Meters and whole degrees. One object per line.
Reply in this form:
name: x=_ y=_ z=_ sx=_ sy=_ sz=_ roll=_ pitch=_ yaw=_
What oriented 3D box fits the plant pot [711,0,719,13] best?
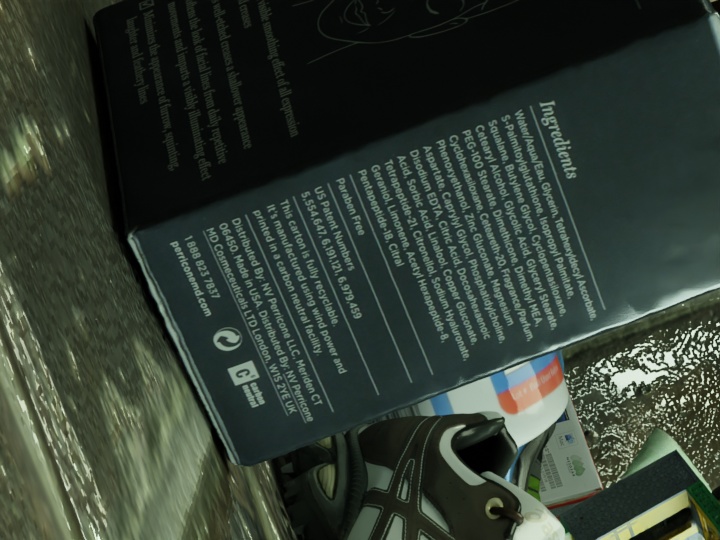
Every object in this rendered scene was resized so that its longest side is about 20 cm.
plant pot: x=0.102 y=-0.120 z=1.365 sx=0.199 sy=0.200 sz=0.201 roll=55 pitch=-5 yaw=35

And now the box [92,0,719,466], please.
box: x=0.023 y=-0.047 z=0.986 sx=0.149 sy=0.199 sz=0.107 roll=-104 pitch=172 yaw=-55

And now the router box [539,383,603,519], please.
router box: x=0.061 y=0.064 z=1.598 sx=0.180 sy=0.049 sz=0.201 roll=111 pitch=-37 yaw=-66

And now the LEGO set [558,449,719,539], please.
LEGO set: x=0.104 y=0.176 z=1.191 sx=0.154 sy=0.199 sz=0.116 roll=44 pitch=-17 yaw=45

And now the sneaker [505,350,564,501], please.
sneaker: x=0.059 y=0.111 z=1.447 sx=0.083 sy=0.070 sz=0.201 roll=91 pitch=6 yaw=-58

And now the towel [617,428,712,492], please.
towel: x=0.128 y=0.197 z=1.332 sx=0.023 sy=0.200 sz=0.153 roll=-5 pitch=-52 yaw=51

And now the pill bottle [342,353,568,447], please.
pill bottle: x=0.000 y=-0.019 z=1.158 sx=0.112 sy=0.112 sz=0.201 roll=-80 pitch=150 yaw=-82

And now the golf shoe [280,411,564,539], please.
golf shoe: x=0.030 y=0.115 z=1.028 sx=0.201 sy=0.094 sz=0.078 roll=-103 pitch=173 yaw=-50
